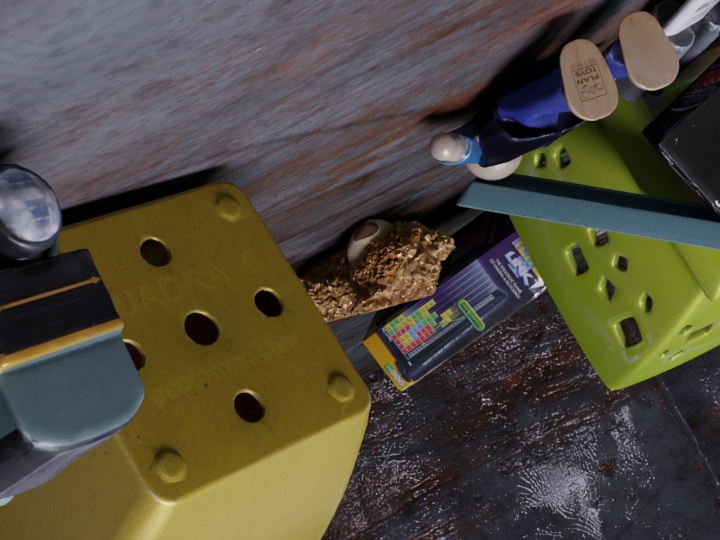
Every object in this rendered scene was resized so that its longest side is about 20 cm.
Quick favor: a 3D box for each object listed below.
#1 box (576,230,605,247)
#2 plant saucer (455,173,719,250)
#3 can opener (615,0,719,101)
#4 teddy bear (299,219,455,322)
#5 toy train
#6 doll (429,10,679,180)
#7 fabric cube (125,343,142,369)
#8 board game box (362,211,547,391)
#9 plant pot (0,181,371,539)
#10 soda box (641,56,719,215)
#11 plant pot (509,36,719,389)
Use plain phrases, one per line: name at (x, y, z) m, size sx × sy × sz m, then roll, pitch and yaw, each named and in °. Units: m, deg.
box at (0.235, -0.079, 1.374) m, size 0.199 × 0.069 × 0.082 m, roll -27°, pitch 172°, yaw 5°
plant saucer at (0.164, -0.038, 0.929) m, size 0.198 × 0.019 × 0.070 m, roll 12°, pitch -165°, yaw 16°
can opener at (0.193, -0.134, 0.848) m, size 0.052 × 0.067 × 0.200 m, roll -27°, pitch 178°, yaw -9°
teddy bear at (0.000, 0.000, 1.148) m, size 0.144 × 0.067 × 0.200 m, roll -17°, pitch 179°, yaw -2°
toy train at (-0.166, 0.041, 0.546) m, size 0.199 × 0.115 × 0.085 m, roll -32°, pitch 171°, yaw 36°
doll at (0.101, -0.092, 0.851) m, size 0.136 × 0.049 × 0.200 m, roll -26°, pitch 179°, yaw -17°
fabric cube at (-0.195, 0.165, 0.877) m, size 0.199 × 0.201 × 0.196 m, roll -33°, pitch -176°, yaw 44°
board game box at (0.092, 0.006, 1.234) m, size 0.165 × 0.057 × 0.200 m, roll -38°, pitch -173°, yaw 15°
plant pot at (-0.112, 0.072, 0.714) m, size 0.199 × 0.201 × 0.176 m, roll -20°, pitch 162°, yaw -42°
soda box at (0.269, -0.126, 0.889) m, size 0.200 × 0.071 × 0.063 m, roll -44°, pitch -171°, yaw 9°
plant pot at (0.244, -0.058, 1.061) m, size 0.199 × 0.200 × 0.182 m, roll -23°, pitch 166°, yaw -25°
